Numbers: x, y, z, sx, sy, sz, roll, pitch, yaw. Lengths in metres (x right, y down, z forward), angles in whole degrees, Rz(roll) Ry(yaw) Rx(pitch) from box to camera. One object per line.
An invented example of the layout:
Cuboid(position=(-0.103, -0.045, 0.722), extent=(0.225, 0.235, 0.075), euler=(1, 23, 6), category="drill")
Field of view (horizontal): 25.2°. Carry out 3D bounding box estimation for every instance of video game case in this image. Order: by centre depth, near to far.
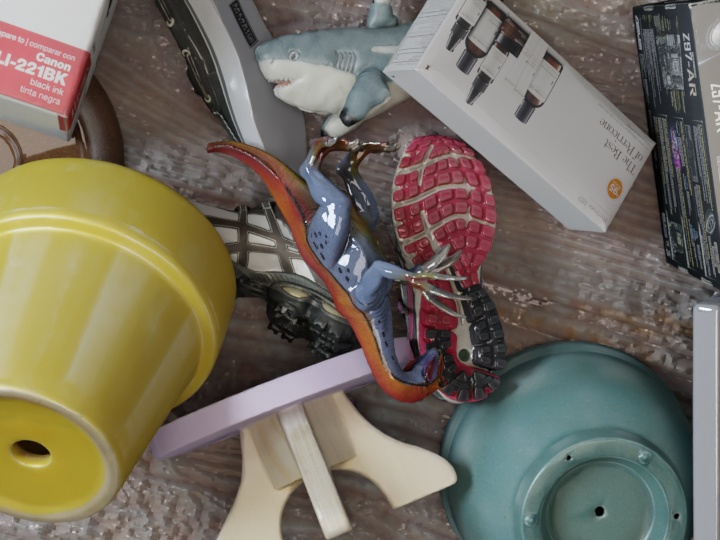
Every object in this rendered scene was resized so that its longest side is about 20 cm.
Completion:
Cuboid(position=(0.282, 0.108, 1.177), extent=(0.022, 0.182, 0.200), euler=(3, 100, 30), category="video game case")

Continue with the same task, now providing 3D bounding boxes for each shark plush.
Cuboid(position=(0.029, -0.169, 1.156), extent=(0.200, 0.091, 0.083), euler=(-29, 92, 0), category="shark plush")

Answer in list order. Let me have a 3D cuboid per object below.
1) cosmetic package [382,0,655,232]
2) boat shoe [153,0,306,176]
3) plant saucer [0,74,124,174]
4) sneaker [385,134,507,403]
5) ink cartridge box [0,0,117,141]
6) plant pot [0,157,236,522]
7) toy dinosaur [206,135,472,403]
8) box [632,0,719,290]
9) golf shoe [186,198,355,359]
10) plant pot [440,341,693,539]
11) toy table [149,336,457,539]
Cuboid(position=(0.117, -0.116, 1.148), extent=(0.200, 0.051, 0.083), euler=(37, 79, -27), category="cosmetic package")
Cuboid(position=(-0.098, -0.153, 1.164), extent=(0.057, 0.069, 0.200), euler=(-11, 110, 33), category="boat shoe")
Cuboid(position=(-0.274, -0.081, 1.173), extent=(0.200, 0.032, 0.200), euler=(-1, 98, -5), category="plant saucer")
Cuboid(position=(0.055, -0.001, 1.192), extent=(0.081, 0.075, 0.200), euler=(-2, 86, -17), category="sneaker")
Cuboid(position=(-0.204, -0.200, 1.086), extent=(0.084, 0.144, 0.200), euler=(18, 86, -9), category="ink cartridge box")
Cuboid(position=(-0.199, 0.058, 1.081), extent=(0.201, 0.189, 0.201), euler=(5, 133, 6), category="plant pot")
Cuboid(position=(0.000, 0.000, 1.123), extent=(0.200, 0.105, 0.182), euler=(1, 91, 24), category="toy dinosaur")
Cuboid(position=(0.245, -0.094, 1.145), extent=(0.043, 0.160, 0.200), euler=(-10, 98, -3), category="box")
Cuboid(position=(-0.076, -0.020, 1.185), extent=(0.200, 0.078, 0.095), euler=(31, 69, -2), category="golf shoe")
Cuboid(position=(0.165, 0.164, 1.184), extent=(0.200, 0.134, 0.200), euler=(-1, 99, -4), category="plant pot")
Cuboid(position=(-0.039, 0.136, 1.161), extent=(0.200, 0.184, 0.117), euler=(-23, 82, 7), category="toy table")
